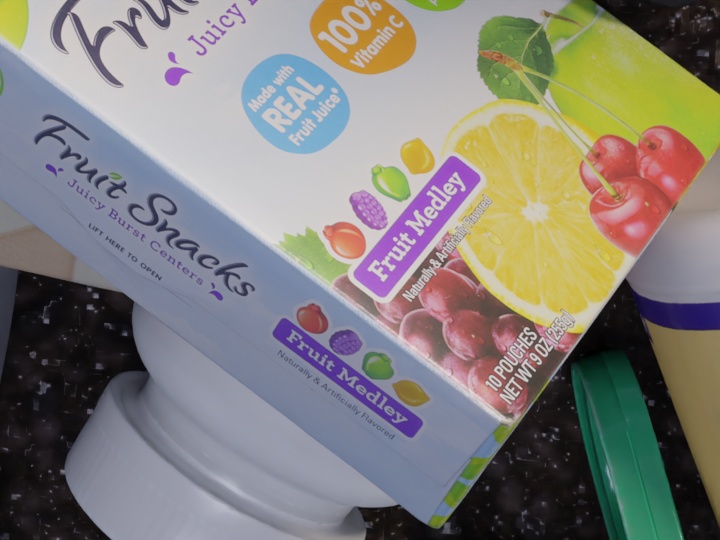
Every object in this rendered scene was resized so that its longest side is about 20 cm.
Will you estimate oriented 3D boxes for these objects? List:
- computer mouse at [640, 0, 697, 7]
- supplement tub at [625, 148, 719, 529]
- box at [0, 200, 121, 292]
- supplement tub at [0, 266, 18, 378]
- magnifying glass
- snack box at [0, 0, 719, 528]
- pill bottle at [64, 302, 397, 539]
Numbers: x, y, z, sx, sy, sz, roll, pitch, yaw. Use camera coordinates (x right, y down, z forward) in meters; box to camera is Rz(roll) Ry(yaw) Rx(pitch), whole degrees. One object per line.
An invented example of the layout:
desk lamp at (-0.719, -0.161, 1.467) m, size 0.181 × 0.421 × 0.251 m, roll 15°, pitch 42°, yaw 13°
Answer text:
computer mouse at (0.046, -0.168, 0.769) m, size 0.046 × 0.140 × 0.200 m, roll -24°, pitch 102°, yaw 39°
supplement tub at (0.173, 0.050, 0.837) m, size 0.145 × 0.145 × 0.200 m, roll -20°, pitch 103°, yaw 6°
box at (-0.123, -0.065, 0.769) m, size 0.200 × 0.095 × 0.078 m, roll 14°, pitch 131°, yaw -25°
supplement tub at (-0.212, 0.020, 0.847) m, size 0.200 × 0.132 × 0.132 m, roll 12°, pitch 104°, yaw -1°
magnifying glass at (0.092, 0.106, 0.835) m, size 0.022 × 0.200 × 0.080 m, roll -15°, pitch 136°, yaw -1°
snack box at (-0.019, -0.049, 0.714) m, size 0.200 × 0.142 × 0.053 m, roll 37°, pitch 136°, yaw 3°
pill bottle at (0.000, 0.000, 0.847) m, size 0.109 × 0.110 × 0.200 m, roll 31°, pitch 103°, yaw -6°
